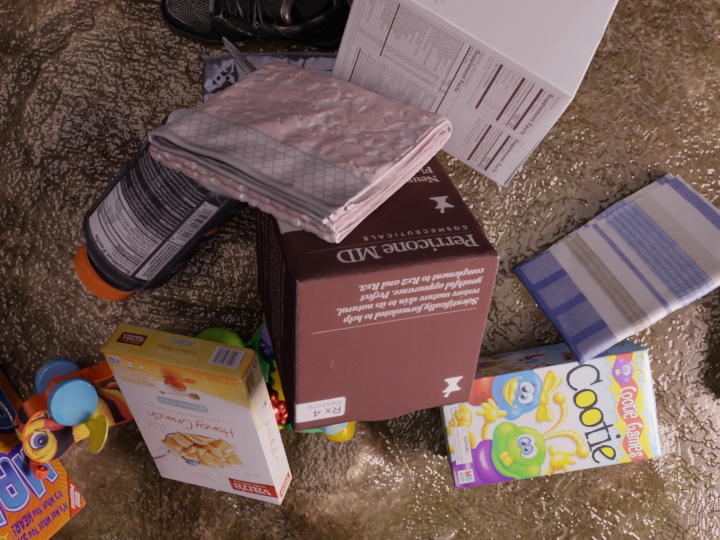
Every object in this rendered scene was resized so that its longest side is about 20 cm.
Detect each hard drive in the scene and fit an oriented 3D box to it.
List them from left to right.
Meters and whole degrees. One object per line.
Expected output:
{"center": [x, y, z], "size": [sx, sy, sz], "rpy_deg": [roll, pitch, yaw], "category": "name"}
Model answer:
{"center": [-0.062, -0.151, 0.790], "size": [0.196, 0.042, 0.138], "rpy_deg": [1, 93, 2], "category": "hard drive"}

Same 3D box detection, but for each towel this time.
{"center": [-0.048, -0.115, 0.654], "size": [0.197, 0.191, 0.033], "rpy_deg": [25, 134, 22], "category": "towel"}
{"center": [0.264, -0.006, 0.750], "size": [0.198, 0.148, 0.024], "rpy_deg": [-31, 132, 3], "category": "towel"}

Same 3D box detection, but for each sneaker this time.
{"center": [-0.108, -0.265, 0.752], "size": [0.195, 0.114, 0.078], "rpy_deg": [9, 91, 3], "category": "sneaker"}

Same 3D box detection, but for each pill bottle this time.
{"center": [-0.199, -0.053, 0.748], "size": [0.199, 0.106, 0.107], "rpy_deg": [-39, 91, 28], "category": "pill bottle"}

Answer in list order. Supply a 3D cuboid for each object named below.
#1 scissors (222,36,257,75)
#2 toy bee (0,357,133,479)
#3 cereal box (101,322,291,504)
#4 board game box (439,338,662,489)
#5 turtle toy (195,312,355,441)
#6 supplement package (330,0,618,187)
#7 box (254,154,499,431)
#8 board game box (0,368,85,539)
{"center": [-0.064, -0.154, 0.763], "size": [0.072, 0.014, 0.203], "rpy_deg": [-26, 91, 5], "category": "scissors"}
{"center": [-0.302, 0.146, 0.774], "size": [0.196, 0.131, 0.111], "rpy_deg": [0, 109, -15], "category": "toy bee"}
{"center": [-0.149, 0.142, 0.735], "size": [0.141, 0.040, 0.202], "rpy_deg": [8, 134, 17], "category": "cereal box"}
{"center": [0.179, 0.137, 0.765], "size": [0.196, 0.105, 0.105], "rpy_deg": [-10, 93, 3], "category": "board game box"}
{"center": [-0.076, 0.099, 0.773], "size": [0.196, 0.101, 0.149], "rpy_deg": [6, 93, 1], "category": "turtle toy"}
{"center": [0.101, -0.215, 0.703], "size": [0.198, 0.151, 0.153], "rpy_deg": [30, 64, 0], "category": "supplement package"}
{"center": [0.000, 0.000, 0.676], "size": [0.163, 0.201, 0.166], "rpy_deg": [-7, 130, -15], "category": "box"}
{"center": [-0.433, 0.228, 0.740], "size": [0.198, 0.200, 0.202], "rpy_deg": [-32, 91, 4], "category": "board game box"}
